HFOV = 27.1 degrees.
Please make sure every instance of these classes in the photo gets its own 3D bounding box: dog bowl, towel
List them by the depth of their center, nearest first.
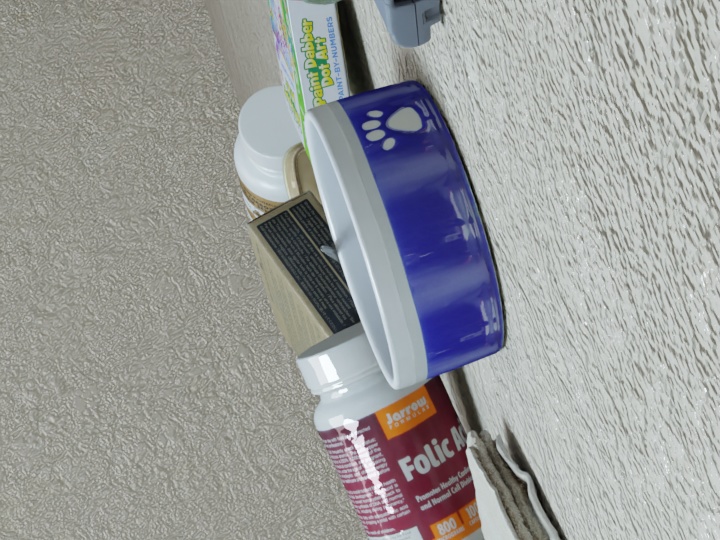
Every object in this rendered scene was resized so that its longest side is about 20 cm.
[{"bbox_3d":[0.028,-0.025,1.021,0.200,0.079,0.201,162,90,-85],"label":"dog bowl"},{"bbox_3d":[0.126,0.216,1.067,0.200,0.034,0.133,-115,7,-48],"label":"towel"}]

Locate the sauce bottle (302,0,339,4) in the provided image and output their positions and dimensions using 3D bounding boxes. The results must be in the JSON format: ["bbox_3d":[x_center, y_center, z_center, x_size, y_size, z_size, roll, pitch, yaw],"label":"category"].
[{"bbox_3d":[-0.045,-0.280,1.007,0.065,0.065,0.200,92,158,-76],"label":"sauce bottle"}]

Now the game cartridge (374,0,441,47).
[{"bbox_3d":[0.004,-0.233,0.814,0.200,0.040,0.134,80,174,-57],"label":"game cartridge"}]

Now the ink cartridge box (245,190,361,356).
[{"bbox_3d":[-0.025,0.046,1.429,0.165,0.075,0.200,54,168,30],"label":"ink cartridge box"}]

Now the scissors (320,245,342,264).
[{"bbox_3d":[0.000,0.000,1.187,0.200,0.014,0.073,-40,-60,-77],"label":"scissors"}]

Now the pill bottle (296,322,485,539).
[{"bbox_3d":[0.031,0.144,1.258,0.200,0.114,0.114,65,175,-4],"label":"pill bottle"}]

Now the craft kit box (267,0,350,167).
[{"bbox_3d":[-0.048,-0.208,1.281,0.200,0.048,0.198,-114,11,-66],"label":"craft kit box"}]

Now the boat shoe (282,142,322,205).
[{"bbox_3d":[-0.018,-0.043,1.526,0.065,0.072,0.200,144,102,-79],"label":"boat shoe"}]

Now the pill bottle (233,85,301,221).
[{"bbox_3d":[-0.082,-0.120,1.671,0.200,0.114,0.115,85,166,-68],"label":"pill bottle"}]
